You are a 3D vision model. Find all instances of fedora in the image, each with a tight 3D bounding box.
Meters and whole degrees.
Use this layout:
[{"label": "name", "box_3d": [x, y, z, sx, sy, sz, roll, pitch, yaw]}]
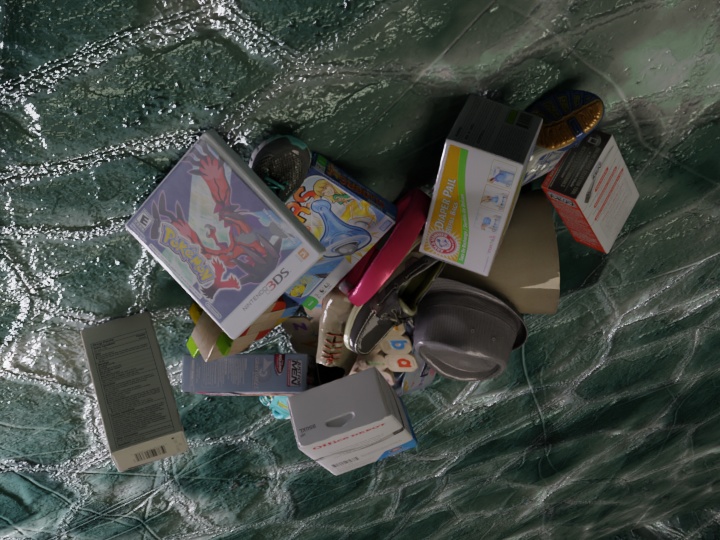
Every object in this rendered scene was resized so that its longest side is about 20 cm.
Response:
[{"label": "fedora", "box_3d": [0.143, 0.099, 1.457, 0.200, 0.091, 0.177, 27, 146, -19]}]

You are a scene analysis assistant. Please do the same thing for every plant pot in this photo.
[{"label": "plant pot", "box_3d": [0.179, -0.017, 1.491, 0.199, 0.188, 0.188, -6, 148, 0]}]

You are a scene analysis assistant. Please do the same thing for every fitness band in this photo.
[{"label": "fitness band", "box_3d": [0.035, -0.035, 1.358, 0.037, 0.200, 0.144, 36, 130, -8]}]

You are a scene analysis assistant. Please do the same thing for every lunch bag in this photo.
[{"label": "lunch bag", "box_3d": [0.049, 0.154, 1.667, 0.200, 0.127, 0.170, -36, 166, 16]}]

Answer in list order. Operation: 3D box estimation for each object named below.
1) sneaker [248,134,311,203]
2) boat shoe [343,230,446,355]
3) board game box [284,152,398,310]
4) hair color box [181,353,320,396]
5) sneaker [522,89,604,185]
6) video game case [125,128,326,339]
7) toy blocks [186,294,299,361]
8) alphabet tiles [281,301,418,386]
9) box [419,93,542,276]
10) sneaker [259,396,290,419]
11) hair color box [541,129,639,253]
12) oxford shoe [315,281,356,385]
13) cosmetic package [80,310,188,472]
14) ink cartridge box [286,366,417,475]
[{"label": "sneaker", "box_3d": [-0.122, -0.079, 1.244, 0.077, 0.091, 0.200, 22, 129, -21]}, {"label": "boat shoe", "box_3d": [0.050, 0.041, 1.401, 0.072, 0.066, 0.201, 22, 105, -49]}, {"label": "board game box", "box_3d": [-0.063, -0.047, 1.341, 0.135, 0.035, 0.200, 32, 125, -16]}, {"label": "hair color box", "box_3d": [-0.162, 0.161, 1.534, 0.199, 0.061, 0.099, -2, 170, 15]}, {"label": "sneaker", "box_3d": [0.254, -0.179, 1.384, 0.200, 0.075, 0.088, -31, 157, 30]}, {"label": "video game case", "box_3d": [-0.167, -0.040, 1.215, 0.182, 0.200, 0.023, -43, -179, 29]}, {"label": "toy blocks", "box_3d": [-0.157, 0.056, 1.461, 0.136, 0.100, 0.200, -14, 150, -37]}, {"label": "alphabet tiles", "box_3d": [-0.016, 0.109, 1.527, 0.195, 0.015, 0.200, -2, 132, 21]}, {"label": "box", "box_3d": [0.156, -0.109, 1.318, 0.101, 0.113, 0.200, 20, 136, 9]}, {"label": "sneaker", "box_3d": [-0.135, 0.212, 1.718, 0.079, 0.078, 0.200, -13, 149, 1]}, {"label": "hair color box", "box_3d": [0.344, -0.118, 1.487, 0.111, 0.064, 0.200, -59, 148, -7]}, {"label": "oxford shoe", "box_3d": [-0.030, 0.101, 1.459, 0.070, 0.075, 0.200, 11, 136, 9]}, {"label": "cosmetic package", "box_3d": [-0.317, 0.167, 1.403, 0.105, 0.200, 0.071, -15, 149, -11]}, {"label": "ink cartridge box", "box_3d": [-0.009, 0.230, 1.511, 0.144, 0.084, 0.200, -21, 154, 5]}]
